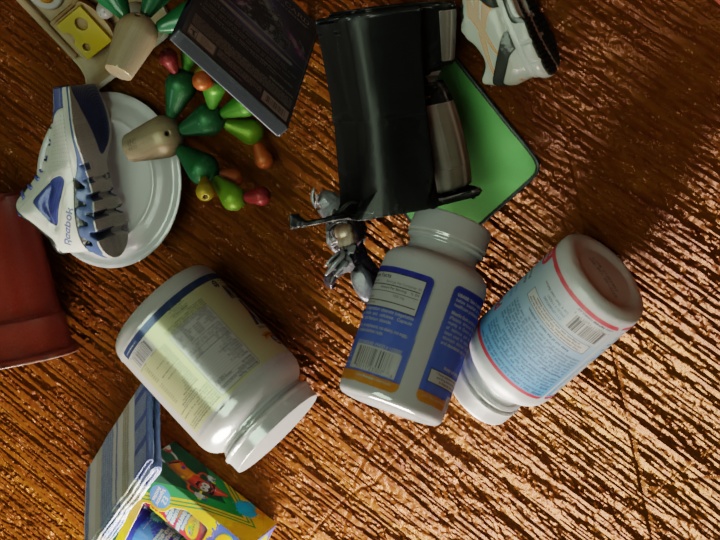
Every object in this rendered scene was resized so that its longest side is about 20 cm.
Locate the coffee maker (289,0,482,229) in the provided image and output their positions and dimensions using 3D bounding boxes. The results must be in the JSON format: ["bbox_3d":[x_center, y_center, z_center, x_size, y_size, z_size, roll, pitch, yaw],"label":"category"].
[{"bbox_3d":[0.019,-0.157,1.555,0.134,0.191,0.202,0,103,45],"label":"coffee maker"}]

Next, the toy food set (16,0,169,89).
[{"bbox_3d":[-0.323,-0.299,1.748,0.143,0.061,0.200,-30,112,32],"label":"toy food set"}]

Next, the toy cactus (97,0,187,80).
[{"bbox_3d":[-0.222,-0.276,1.659,0.199,0.102,0.166,23,74,1],"label":"toy cactus"}]

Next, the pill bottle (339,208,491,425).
[{"bbox_3d":[0.061,0.044,1.585,0.111,0.112,0.202,17,81,23],"label":"pill bottle"}]

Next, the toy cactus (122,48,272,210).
[{"bbox_3d":[-0.185,-0.151,1.715,0.164,0.102,0.202,-16,100,24],"label":"toy cactus"}]

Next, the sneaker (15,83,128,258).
[{"bbox_3d":[-0.338,-0.105,1.779,0.114,0.080,0.201,-8,92,23],"label":"sneaker"}]

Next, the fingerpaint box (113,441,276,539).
[{"bbox_3d":[-0.216,0.339,1.903,0.166,0.073,0.201,36,118,15],"label":"fingerpaint box"}]

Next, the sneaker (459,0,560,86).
[{"bbox_3d":[0.120,-0.271,1.543,0.080,0.074,0.202,-18,95,33],"label":"sneaker"}]

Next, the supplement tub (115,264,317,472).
[{"bbox_3d":[-0.159,0.109,1.762,0.200,0.145,0.145,45,120,9],"label":"supplement tub"}]

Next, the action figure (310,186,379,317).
[{"bbox_3d":[0.000,0.000,1.663,0.069,0.130,0.201,-26,100,21],"label":"action figure"}]

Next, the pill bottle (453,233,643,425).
[{"bbox_3d":[0.180,0.064,1.589,0.109,0.109,0.200,49,121,7],"label":"pill bottle"}]

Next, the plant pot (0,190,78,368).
[{"bbox_3d":[-0.446,0.013,1.863,0.199,0.200,0.197,-6,94,29],"label":"plant pot"}]

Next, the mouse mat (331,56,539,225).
[{"bbox_3d":[0.075,-0.134,1.646,0.161,0.008,0.200,-41,84,31],"label":"mouse mat"}]

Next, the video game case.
[{"bbox_3d":[-0.110,-0.237,1.577,0.143,0.201,0.019,41,122,-21],"label":"video game case"}]

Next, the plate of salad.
[{"bbox_3d":[-0.286,-0.104,1.825,0.198,0.048,0.202,2,94,25],"label":"plate of salad"}]

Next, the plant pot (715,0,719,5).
[{"bbox_3d":[0.366,-0.286,1.348,0.195,0.200,0.202,43,120,20],"label":"plant pot"}]

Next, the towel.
[{"bbox_3d":[-0.281,0.235,1.877,0.024,0.148,0.200,17,128,-24],"label":"towel"}]
